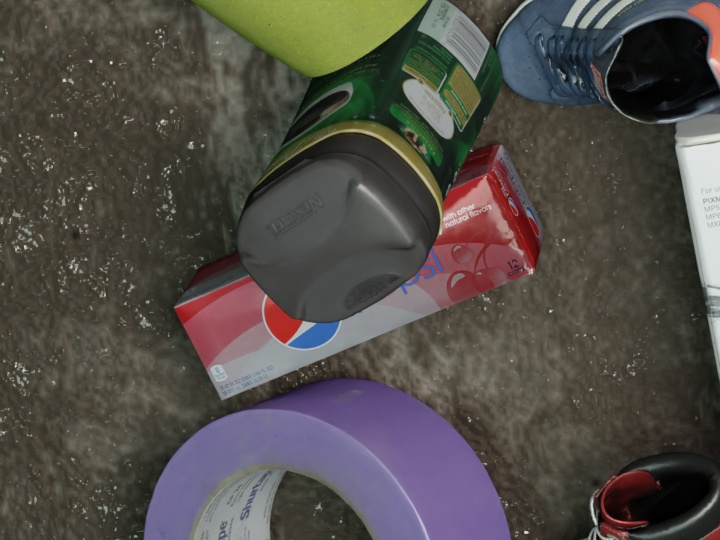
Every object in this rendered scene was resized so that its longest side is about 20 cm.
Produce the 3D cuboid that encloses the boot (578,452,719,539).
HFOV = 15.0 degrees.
[{"bbox_3d":[0.130,0.157,1.505,0.200,0.144,0.073,-25,59,24],"label":"boot"}]

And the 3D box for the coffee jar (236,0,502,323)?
[{"bbox_3d":[0.006,-0.059,1.436,0.104,0.200,0.085,-33,108,32],"label":"coffee jar"}]

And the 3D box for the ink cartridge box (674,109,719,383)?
[{"bbox_3d":[0.226,0.003,1.451,0.084,0.144,0.201,-10,104,11],"label":"ink cartridge box"}]

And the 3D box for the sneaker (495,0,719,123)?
[{"bbox_3d":[0.134,-0.110,1.427,0.200,0.085,0.075,-8,119,48],"label":"sneaker"}]

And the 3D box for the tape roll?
[{"bbox_3d":[-0.019,0.166,1.540,0.200,0.085,0.201,6,103,30],"label":"tape roll"}]

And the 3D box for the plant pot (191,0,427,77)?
[{"bbox_3d":[-0.052,-0.208,1.438,0.187,0.187,0.200,-31,111,17],"label":"plant pot"}]

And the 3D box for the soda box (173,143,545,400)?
[{"bbox_3d":[0.000,0.000,1.529,0.200,0.070,0.064,-23,103,16],"label":"soda box"}]
